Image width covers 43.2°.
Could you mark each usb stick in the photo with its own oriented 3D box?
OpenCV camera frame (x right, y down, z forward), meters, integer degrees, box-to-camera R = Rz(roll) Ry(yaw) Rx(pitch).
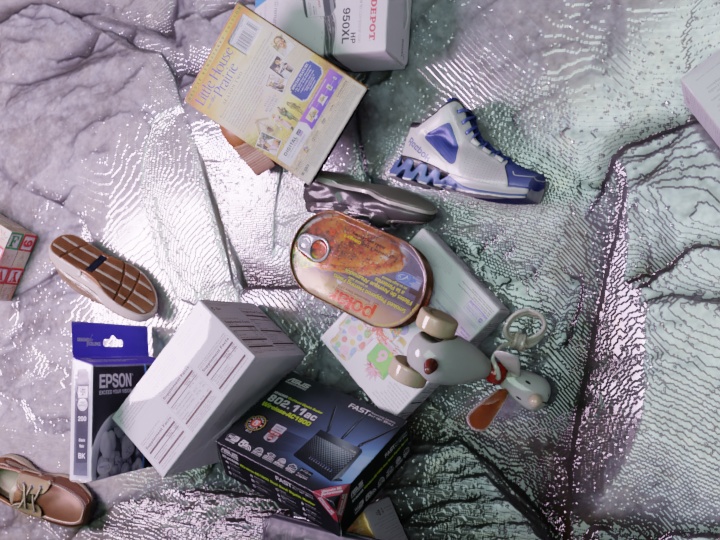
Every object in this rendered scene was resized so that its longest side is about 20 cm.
[{"bbox_3d":[-0.025,0.329,1.060,0.198,0.033,0.056,8,95,23],"label":"usb stick"}]

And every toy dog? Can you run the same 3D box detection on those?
[{"bbox_3d":[0.132,0.117,1.056,0.197,0.096,0.134,2,109,-2],"label":"toy dog"}]

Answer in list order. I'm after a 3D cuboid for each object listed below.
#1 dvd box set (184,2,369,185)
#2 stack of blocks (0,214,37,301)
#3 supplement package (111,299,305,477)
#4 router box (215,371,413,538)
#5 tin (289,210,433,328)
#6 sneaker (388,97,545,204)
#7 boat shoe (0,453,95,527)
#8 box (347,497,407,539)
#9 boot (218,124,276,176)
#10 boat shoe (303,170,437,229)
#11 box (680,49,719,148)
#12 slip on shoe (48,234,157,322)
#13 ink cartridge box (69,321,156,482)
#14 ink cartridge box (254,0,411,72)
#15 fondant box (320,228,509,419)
[{"bbox_3d":[-0.108,-0.226,1.169,0.199,0.029,0.147,33,103,1],"label":"dvd box set"},{"bbox_3d":[-0.623,-0.047,1.448,0.199,0.058,0.116,28,96,22],"label":"stack of blocks"},{"bbox_3d":[-0.196,0.151,1.201,0.111,0.156,0.201,42,101,18],"label":"supplement package"},{"bbox_3d":[-0.057,0.219,1.123,0.198,0.150,0.063,18,132,33],"label":"router box"},{"bbox_3d":[0.000,0.000,1.139,0.199,0.042,0.113,27,90,26],"label":"tin"},{"bbox_3d":[0.134,-0.152,1.133,0.197,0.080,0.117,14,93,25],"label":"sneaker"},{"bbox_3d":[-0.489,0.332,1.350,0.198,0.074,0.077,14,91,23],"label":"boat shoe"},{"bbox_3d":[0.009,0.403,1.117,0.124,0.097,0.202,-29,75,17],"label":"box"},{"bbox_3d":[-0.113,-0.236,1.219,0.199,0.077,0.156,-26,106,30],"label":"boot"},{"bbox_3d":[0.011,-0.083,1.192,0.198,0.067,0.058,19,112,28],"label":"boat shoe"},{"bbox_3d":[0.461,-0.159,0.989,0.124,0.097,0.201,-37,72,15],"label":"box"},{"bbox_3d":[-0.380,0.021,1.345,0.199,0.076,0.061,29,136,14],"label":"slip on shoe"},{"bbox_3d":[-0.322,0.171,1.230,0.043,0.198,0.203,-3,85,16],"label":"ink cartridge box"},{"bbox_3d":[-0.038,-0.347,1.220,0.198,0.084,0.147,2,87,22],"label":"ink cartridge box"},{"bbox_3d":[0.068,0.070,1.153,0.200,0.058,0.144,-46,71,11],"label":"fondant box"}]
